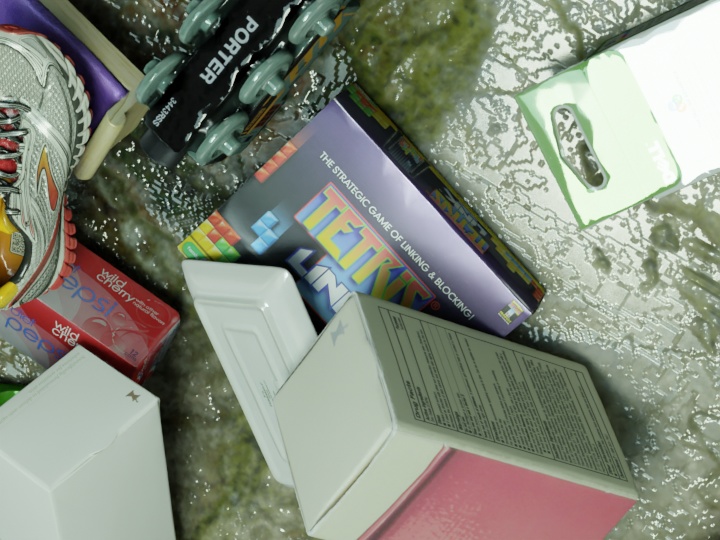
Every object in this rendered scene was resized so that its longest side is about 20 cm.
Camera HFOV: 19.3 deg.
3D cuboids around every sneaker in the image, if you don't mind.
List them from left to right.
[{"bbox_3d":[-0.227,-0.064,1.401,0.078,0.082,0.200,10,114,19],"label":"sneaker"}]

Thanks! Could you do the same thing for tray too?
[{"bbox_3d":[-0.057,0.083,1.473,0.107,0.022,0.200,4,126,42],"label":"tray"}]

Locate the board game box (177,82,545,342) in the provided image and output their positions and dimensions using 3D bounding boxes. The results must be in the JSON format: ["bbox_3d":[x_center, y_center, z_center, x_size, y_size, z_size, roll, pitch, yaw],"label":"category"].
[{"bbox_3d":[0.000,0.000,1.464,0.200,0.057,0.165,47,114,-1],"label":"board game box"}]

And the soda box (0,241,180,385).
[{"bbox_3d":[-0.231,0.013,1.519,0.200,0.070,0.063,34,135,5],"label":"soda box"}]

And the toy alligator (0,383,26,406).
[{"bbox_3d":[-0.285,0.098,1.577,0.200,0.054,0.059,6,108,15],"label":"toy alligator"}]

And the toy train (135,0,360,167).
[{"bbox_3d":[-0.069,-0.151,1.409,0.085,0.114,0.200,44,111,8],"label":"toy train"}]

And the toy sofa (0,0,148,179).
[{"bbox_3d":[-0.239,-0.155,1.452,0.200,0.098,0.083,45,144,1],"label":"toy sofa"}]

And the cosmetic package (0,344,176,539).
[{"bbox_3d":[-0.196,0.164,1.491,0.085,0.108,0.200,31,143,29],"label":"cosmetic package"}]

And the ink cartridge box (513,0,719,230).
[{"bbox_3d":[0.213,-0.115,1.366,0.200,0.059,0.104,-25,97,21],"label":"ink cartridge box"}]

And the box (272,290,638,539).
[{"bbox_3d":[0.061,0.116,1.389,0.200,0.128,0.109,18,125,-30],"label":"box"}]
